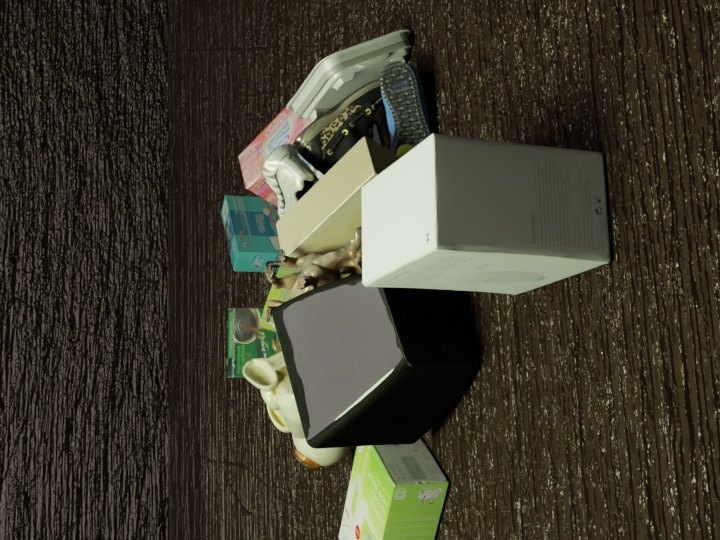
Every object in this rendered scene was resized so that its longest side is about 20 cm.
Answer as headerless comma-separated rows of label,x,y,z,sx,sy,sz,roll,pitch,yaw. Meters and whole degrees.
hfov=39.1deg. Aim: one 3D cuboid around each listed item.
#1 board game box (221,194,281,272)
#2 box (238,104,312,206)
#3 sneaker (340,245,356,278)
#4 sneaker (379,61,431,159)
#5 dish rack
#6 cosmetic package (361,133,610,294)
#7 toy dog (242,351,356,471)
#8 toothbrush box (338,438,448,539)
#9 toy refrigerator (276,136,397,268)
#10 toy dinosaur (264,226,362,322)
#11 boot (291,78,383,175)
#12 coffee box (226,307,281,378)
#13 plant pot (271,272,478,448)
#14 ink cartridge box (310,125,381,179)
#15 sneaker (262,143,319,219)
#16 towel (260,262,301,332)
board game box,-0.133,-0.062,1.775,0.151,0.199,0.047,-108,29,-43
box,-0.106,-0.212,1.747,0.200,0.102,0.095,-41,42,22
sneaker,0.000,0.000,1.487,0.200,0.076,0.075,-54,-3,23
sneaker,0.074,-0.200,1.460,0.078,0.066,0.201,2,-101,-76
dish rack,-0.013,-0.292,1.561,0.044,0.171,0.200,63,155,5
cosmetic package,0.126,-0.053,1.089,0.199,0.199,0.124,152,118,-66
toy dog,-0.070,0.225,1.632,0.194,0.139,0.201,34,151,46
toothbrush box,0.042,0.340,1.434,0.146,0.086,0.201,-125,40,-58
toy refrigerator,-0.028,-0.089,1.434,0.200,0.070,0.076,-42,43,28
toy dinosaur,-0.056,0.023,1.434,0.200,0.135,0.086,-47,47,43
boot,0.013,-0.190,1.534,0.151,0.200,0.073,51,155,2
coffee box,-0.130,0.126,1.751,0.044,0.199,0.124,163,110,-65
plant pot,0.033,0.103,1.317,0.177,0.199,0.201,-37,59,39
ink cartridge box,-0.029,-0.130,1.669,0.200,0.084,0.146,114,149,-45
sneaker,-0.083,-0.103,1.528,0.081,0.075,0.200,36,166,29
towel,-0.064,0.047,1.627,0.199,0.023,0.144,9,72,34
